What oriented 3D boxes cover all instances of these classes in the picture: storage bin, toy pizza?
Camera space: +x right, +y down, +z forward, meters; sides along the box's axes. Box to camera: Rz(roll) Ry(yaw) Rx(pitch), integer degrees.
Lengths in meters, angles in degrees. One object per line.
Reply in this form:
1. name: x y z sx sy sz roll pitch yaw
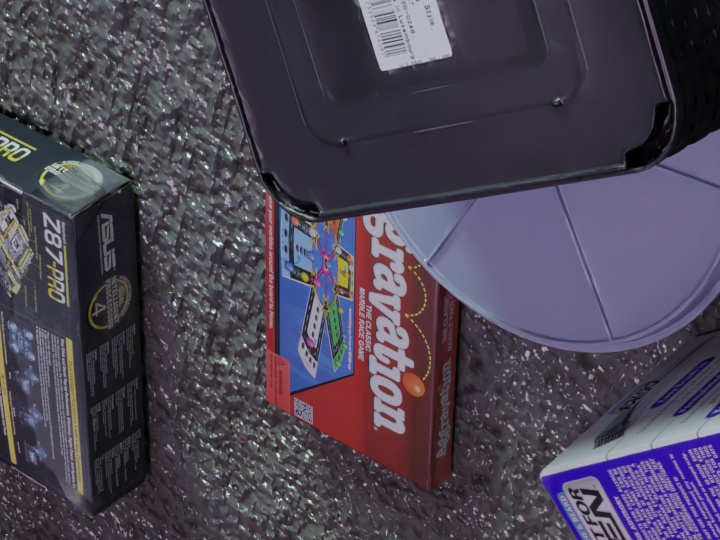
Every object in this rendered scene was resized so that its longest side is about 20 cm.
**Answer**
1. storage bin: 0.046 -0.103 0.904 0.200 0.094 0.136 -8 104 43
2. toy pizza: 0.076 -0.064 0.984 0.200 0.032 0.201 20 122 35

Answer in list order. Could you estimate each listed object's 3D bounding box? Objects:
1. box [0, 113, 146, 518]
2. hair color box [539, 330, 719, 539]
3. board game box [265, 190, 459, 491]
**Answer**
1. box: -0.187 0.013 1.309 0.161 0.049 0.200 28 134 32
2. hair color box: 0.173 0.056 0.915 0.200 0.109 0.065 -19 104 51
3. board game box: 0.000 0.000 1.128 0.103 0.019 0.200 26 133 30
